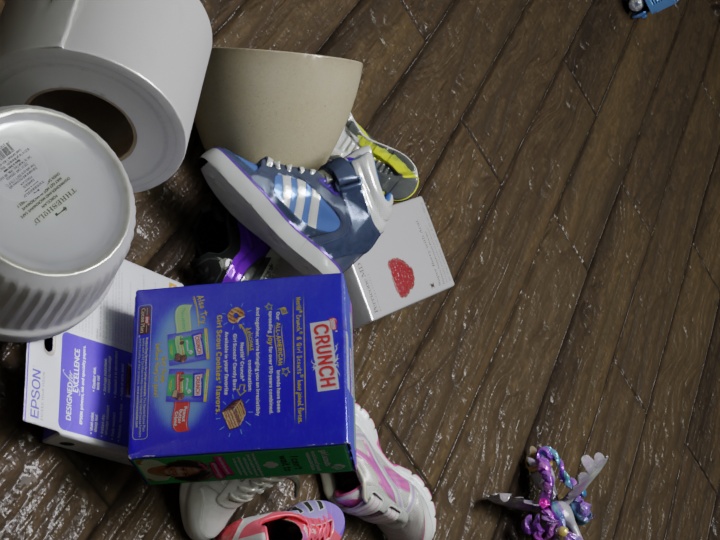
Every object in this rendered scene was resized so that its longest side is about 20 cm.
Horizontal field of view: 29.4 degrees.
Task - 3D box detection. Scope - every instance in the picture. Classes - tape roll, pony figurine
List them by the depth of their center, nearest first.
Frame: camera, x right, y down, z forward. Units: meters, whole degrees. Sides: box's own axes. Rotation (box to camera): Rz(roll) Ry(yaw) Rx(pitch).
[{"bbox_3d":[-0.249,-0.185,1.292,0.203,0.202,0.140,40,44,-37],"label":"tape roll"},{"bbox_3d":[0.258,0.323,1.816,0.193,0.166,0.201,66,8,-77],"label":"pony figurine"}]

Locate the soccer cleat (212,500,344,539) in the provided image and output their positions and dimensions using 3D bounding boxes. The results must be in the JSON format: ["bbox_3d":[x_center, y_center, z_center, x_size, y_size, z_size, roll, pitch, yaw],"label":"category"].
[{"bbox_3d":[-0.067,0.273,1.420,0.200,0.076,0.067,2,71,-54],"label":"soccer cleat"}]

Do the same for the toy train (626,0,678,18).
[{"bbox_3d":[0.600,-0.576,2.772,0.087,0.114,0.200,60,35,-14],"label":"toy train"}]

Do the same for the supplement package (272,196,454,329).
[{"bbox_3d":[0.000,0.000,1.619,0.200,0.119,0.122,-21,90,-56],"label":"supplement package"}]

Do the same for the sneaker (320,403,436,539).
[{"bbox_3d":[0.006,0.248,1.544,0.200,0.081,0.088,51,38,-12],"label":"sneaker"}]

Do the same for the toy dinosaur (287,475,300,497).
[{"bbox_3d":[-0.126,0.160,1.417,0.102,0.077,0.201,-40,123,-39],"label":"toy dinosaur"}]

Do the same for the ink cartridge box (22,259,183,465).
[{"bbox_3d":[-0.249,0.075,1.297,0.200,0.043,0.199,28,51,-48],"label":"ink cartridge box"}]

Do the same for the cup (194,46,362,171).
[{"bbox_3d":[-0.103,-0.167,1.527,0.200,0.200,0.144,-1,98,-55],"label":"cup"}]

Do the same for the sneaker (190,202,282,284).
[{"bbox_3d":[-0.131,-0.047,1.507,0.100,0.069,0.201,44,38,-20],"label":"sneaker"}]

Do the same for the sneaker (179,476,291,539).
[{"bbox_3d":[-0.105,0.185,1.322,0.099,0.201,0.075,35,12,29],"label":"sneaker"}]

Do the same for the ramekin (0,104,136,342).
[{"bbox_3d":[-0.291,-0.047,1.192,0.199,0.105,0.201,14,61,-27],"label":"ramekin"}]

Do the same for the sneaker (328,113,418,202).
[{"bbox_3d":[-0.014,-0.145,1.695,0.200,0.075,0.085,42,-6,11],"label":"sneaker"}]

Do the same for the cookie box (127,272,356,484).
[{"bbox_3d":[-0.106,0.101,1.265,0.075,0.199,0.172,75,12,-63],"label":"cookie box"}]

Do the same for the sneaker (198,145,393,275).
[{"bbox_3d":[-0.057,-0.095,1.458,0.200,0.081,0.147,43,72,-10],"label":"sneaker"}]
